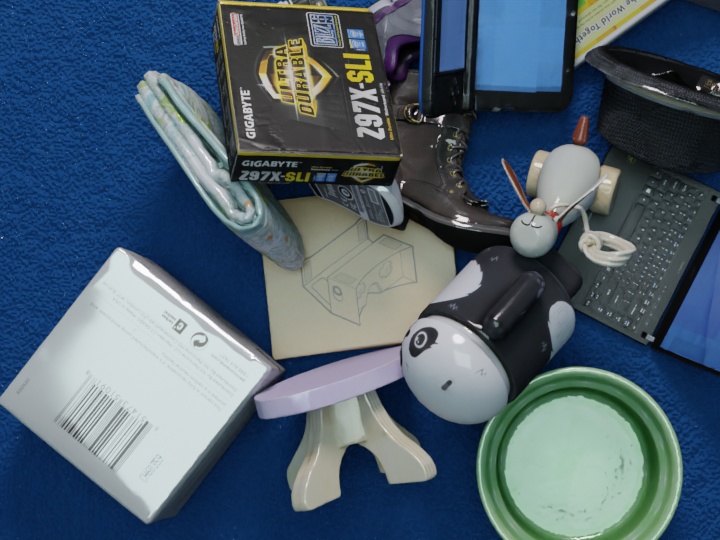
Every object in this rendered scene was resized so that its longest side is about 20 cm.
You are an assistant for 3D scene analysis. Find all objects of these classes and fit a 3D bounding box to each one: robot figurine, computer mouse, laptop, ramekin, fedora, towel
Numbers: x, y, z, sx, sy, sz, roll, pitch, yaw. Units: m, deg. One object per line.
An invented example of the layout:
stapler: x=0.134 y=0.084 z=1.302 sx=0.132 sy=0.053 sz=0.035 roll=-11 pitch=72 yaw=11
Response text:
robot figurine: x=0.125 y=0.056 z=1.594 sx=0.125 sy=0.151 sz=0.200 roll=23 pitch=56 yaw=38
computer mouse: x=-0.027 y=-0.101 z=1.644 sx=0.200 sy=0.110 sz=0.044 roll=25 pitch=61 yaw=31
laptop: x=0.306 y=-0.016 z=1.651 sx=0.199 sy=0.103 sz=0.178 roll=28 pitch=88 yaw=5
ramekin: x=0.214 y=0.196 z=1.645 sx=0.199 sy=0.098 sz=0.201 roll=0 pitch=86 yaw=4
fedora: x=0.308 y=-0.152 z=1.640 sx=0.200 sy=0.201 sz=0.092 roll=18 pitch=108 yaw=5
towel: x=-0.133 y=-0.099 z=1.638 sx=0.048 sy=0.171 sz=0.200 roll=-37 pitch=72 yaw=6

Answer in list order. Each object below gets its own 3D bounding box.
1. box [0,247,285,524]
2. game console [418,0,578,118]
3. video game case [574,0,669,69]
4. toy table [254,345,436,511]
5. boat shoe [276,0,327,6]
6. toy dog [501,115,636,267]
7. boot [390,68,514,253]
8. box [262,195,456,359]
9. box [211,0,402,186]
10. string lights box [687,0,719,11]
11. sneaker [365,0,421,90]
box: x=-0.215 y=0.116 z=1.663 sx=0.199 sy=0.131 sz=0.200 roll=38 pitch=89 yaw=6
game console: x=0.136 y=-0.250 z=1.604 sx=0.118 sy=0.171 sz=0.201 roll=5 pitch=101 yaw=19
video game case: x=0.227 y=-0.323 z=1.680 sx=0.200 sy=0.023 sz=0.182 roll=-35 pitch=84 yaw=25
toy table: x=-0.009 y=0.154 z=1.629 sx=0.200 sy=0.184 sz=0.118 roll=-16 pitch=94 yaw=-37
boat shoe: x=-0.026 y=-0.203 z=1.690 sx=0.071 sy=0.072 sz=0.201 roll=-25 pitch=72 yaw=-1
toy dog: x=0.200 y=-0.087 z=1.614 sx=0.131 sy=0.200 sz=0.097 roll=4 pitch=114 yaw=-2
boot: x=0.094 y=-0.119 z=1.676 sx=0.199 sy=0.069 sz=0.175 roll=17 pitch=74 yaw=13
box: x=0.000 y=0.000 z=1.710 sx=0.199 sy=0.021 sz=0.164 roll=-7 pitch=84 yaw=3
box: x=-0.054 y=-0.171 z=1.590 sx=0.159 sy=0.049 sz=0.201 roll=2 pitch=52 yaw=-16
string lights box: x=0.375 y=-0.373 z=1.693 sx=0.102 sy=0.059 sz=0.201 roll=20 pitch=88 yaw=7
sneaker: x=0.091 y=-0.266 z=1.682 sx=0.200 sy=0.074 sz=0.088 roll=-36 pitch=64 yaw=18
